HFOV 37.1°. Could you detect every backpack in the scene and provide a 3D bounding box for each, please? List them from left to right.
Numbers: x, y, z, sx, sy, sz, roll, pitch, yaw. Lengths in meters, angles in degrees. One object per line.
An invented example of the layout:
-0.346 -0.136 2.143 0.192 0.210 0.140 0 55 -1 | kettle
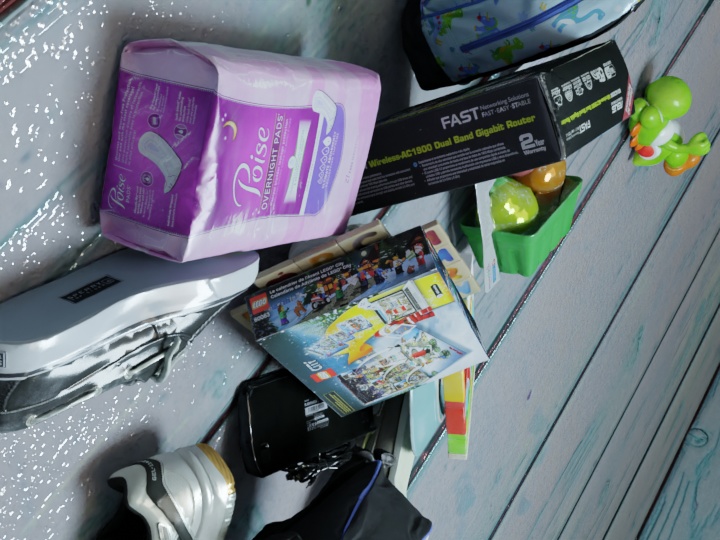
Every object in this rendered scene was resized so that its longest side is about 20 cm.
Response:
-0.041 0.257 0.826 0.190 0.154 0.200 -33 180 25 | backpack
0.141 -0.232 0.827 0.163 0.199 0.154 -48 129 -34 | backpack

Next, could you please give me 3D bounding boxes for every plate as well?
0.069 0.075 1.012 0.200 0.025 0.201 2 90 -81 | plate

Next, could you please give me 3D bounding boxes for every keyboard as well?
-0.051 0.131 0.917 0.200 0.039 0.105 -7 91 -60 | keyboard

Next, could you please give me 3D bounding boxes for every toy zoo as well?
0.097 0.077 1.044 0.200 0.020 0.132 81 15 -51 | toy zoo

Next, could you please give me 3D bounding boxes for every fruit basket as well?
0.156 -0.106 1.096 0.185 0.093 0.201 -44 128 -42 | fruit basket

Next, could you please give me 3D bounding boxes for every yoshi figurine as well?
0.443 -0.214 1.533 0.200 0.112 0.113 25 70 -61 | yoshi figurine

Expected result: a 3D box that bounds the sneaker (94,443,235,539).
-0.152 0.211 0.743 0.087 0.076 0.201 -4 114 -39 | sneaker

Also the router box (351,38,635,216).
0.089 -0.107 0.814 0.150 0.199 0.062 -31 104 -51 | router box

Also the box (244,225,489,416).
0.013 0.046 0.821 0.200 0.136 0.038 54 16 -62 | box

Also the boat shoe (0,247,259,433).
-0.135 0.036 0.624 0.199 0.073 0.068 -31 130 -52 | boat shoe

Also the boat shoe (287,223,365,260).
0.000 0.000 0.874 0.200 0.072 0.069 44 49 -55 | boat shoe

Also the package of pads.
-0.067 -0.077 0.675 0.200 0.075 0.121 -12 116 -60 | package of pads

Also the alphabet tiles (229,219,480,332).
0.001 0.023 0.820 0.200 0.166 0.006 48 21 -60 | alphabet tiles

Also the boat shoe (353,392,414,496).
0.020 0.176 1.023 0.072 0.060 0.202 67 30 -57 | boat shoe
